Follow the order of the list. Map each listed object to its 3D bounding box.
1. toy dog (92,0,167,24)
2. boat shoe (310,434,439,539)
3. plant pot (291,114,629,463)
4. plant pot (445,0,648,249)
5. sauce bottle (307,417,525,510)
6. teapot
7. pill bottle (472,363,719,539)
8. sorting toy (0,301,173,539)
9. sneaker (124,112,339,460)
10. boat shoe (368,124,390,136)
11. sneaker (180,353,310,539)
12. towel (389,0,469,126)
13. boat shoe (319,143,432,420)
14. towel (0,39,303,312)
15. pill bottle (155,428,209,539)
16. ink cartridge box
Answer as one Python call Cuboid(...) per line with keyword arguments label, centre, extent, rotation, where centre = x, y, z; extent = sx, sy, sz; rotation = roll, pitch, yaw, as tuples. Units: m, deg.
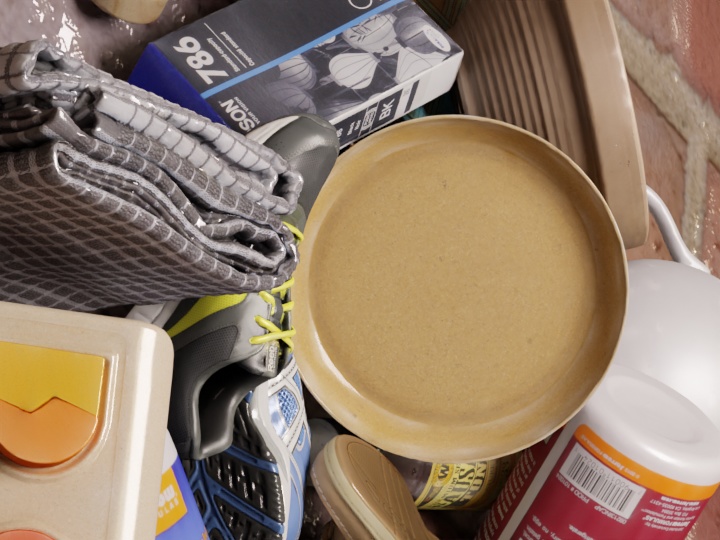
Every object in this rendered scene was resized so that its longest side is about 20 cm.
Cuboid(label="toy dog", centre=(-0.087, -0.205, 1.401), extent=(0.096, 0.132, 0.200), rotation=(54, 18, 22))
Cuboid(label="boat shoe", centre=(0.009, 0.169, 1.425), extent=(0.200, 0.064, 0.071), rotation=(57, 15, -45))
Cuboid(label="plant pot", centre=(0.052, 0.009, 1.395), extent=(0.027, 0.199, 0.201), rotation=(-78, 150, -78))
Cuboid(label="plant pot", centre=(0.103, -0.103, 1.455), extent=(0.201, 0.092, 0.202), rotation=(168, -90, -89))
Cuboid(label="sauce bottle", centre=(0.030, 0.116, 1.500), extent=(0.200, 0.066, 0.066), rotation=(5, 76, -54))
Cuboid(label="teapot", centre=(0.160, 0.070, 1.632), extent=(0.145, 0.198, 0.200), rotation=(19, 33, -12))
Cuboid(label="pill bottle", centre=(0.134, 0.166, 1.516), extent=(0.113, 0.201, 0.113), rotation=(25, 22, -11))
Cuboid(label="sorting toy", centre=(-0.186, 0.101, 1.112), extent=(0.199, 0.036, 0.186), rotation=(9, 76, -17))
Cuboid(label="sneaker", centre=(-0.059, 0.013, 1.299), extent=(0.201, 0.085, 0.074), rotation=(-59, 149, 9))
Cuboid(label="boat shoe", centre=(0.043, -0.053, 1.560), extent=(0.072, 0.071, 0.201), rotation=(16, 62, -32))
Cuboid(label="sneaker", centre=(-0.070, 0.069, 1.374), extent=(0.077, 0.075, 0.201), rotation=(20, 66, -71))
Cuboid(label="towel", centre=(0.045, -0.166, 1.528), extent=(0.147, 0.022, 0.201), rotation=(46, 46, -35))
Cuboid(label="boat shoe", centre=(0.000, 0.000, 1.441), extent=(0.201, 0.070, 0.070), rotation=(59, 34, -1))
Cuboid(label="towel", centre=(-0.148, -0.036, 1.196), extent=(0.200, 0.165, 0.086), rotation=(25, 66, -50))
Cuboid(label="pill bottle", centre=(-0.131, 0.137, 1.212), extent=(0.112, 0.112, 0.201), rotation=(-37, 111, -54))
Cuboid(label="ink cartridge box", centre=(-0.047, -0.105, 1.370), extent=(0.200, 0.039, 0.099), rotation=(-31, 67, -31))
